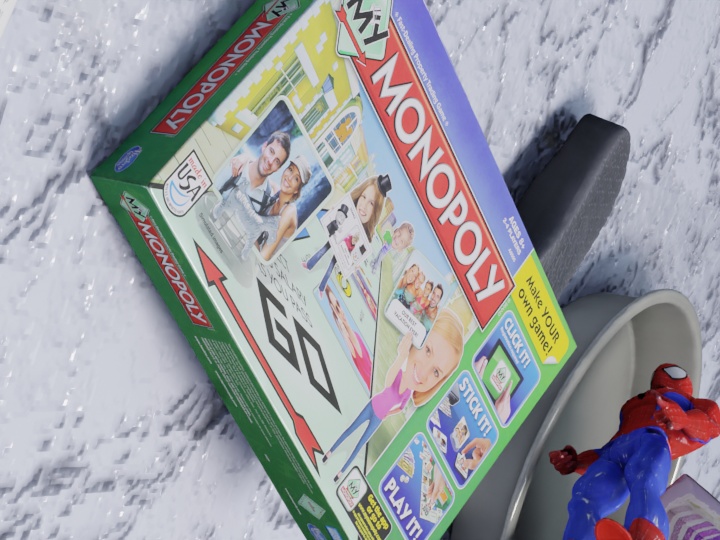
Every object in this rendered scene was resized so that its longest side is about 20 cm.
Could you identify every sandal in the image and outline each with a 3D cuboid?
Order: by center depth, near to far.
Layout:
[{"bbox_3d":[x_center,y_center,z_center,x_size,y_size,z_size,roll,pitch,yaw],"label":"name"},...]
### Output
[{"bbox_3d":[0.055,0.005,0.883,0.200,0.043,0.076,-50,156,-45],"label":"sandal"}]

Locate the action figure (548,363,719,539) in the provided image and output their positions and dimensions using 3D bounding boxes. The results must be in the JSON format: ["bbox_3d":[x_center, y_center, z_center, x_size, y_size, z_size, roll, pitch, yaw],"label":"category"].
[{"bbox_3d":[0.119,0.084,0.935,0.052,0.065,0.200,60,26,-5],"label":"action figure"}]

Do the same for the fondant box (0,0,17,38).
[{"bbox_3d":[-0.119,-0.118,0.460,0.144,0.058,0.200,28,84,-62],"label":"fondant box"}]

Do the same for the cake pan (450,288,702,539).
[{"bbox_3d":[0.103,0.098,1.028,0.200,0.037,0.201,-39,140,-43],"label":"cake pan"}]

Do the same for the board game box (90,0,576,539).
[{"bbox_3d":[0.000,0.000,0.729,0.135,0.029,0.200,-51,132,-29],"label":"board game box"}]

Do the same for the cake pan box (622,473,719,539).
[{"bbox_3d":[0.088,0.204,0.980,0.184,0.052,0.200,-36,155,-32],"label":"cake pan box"}]
